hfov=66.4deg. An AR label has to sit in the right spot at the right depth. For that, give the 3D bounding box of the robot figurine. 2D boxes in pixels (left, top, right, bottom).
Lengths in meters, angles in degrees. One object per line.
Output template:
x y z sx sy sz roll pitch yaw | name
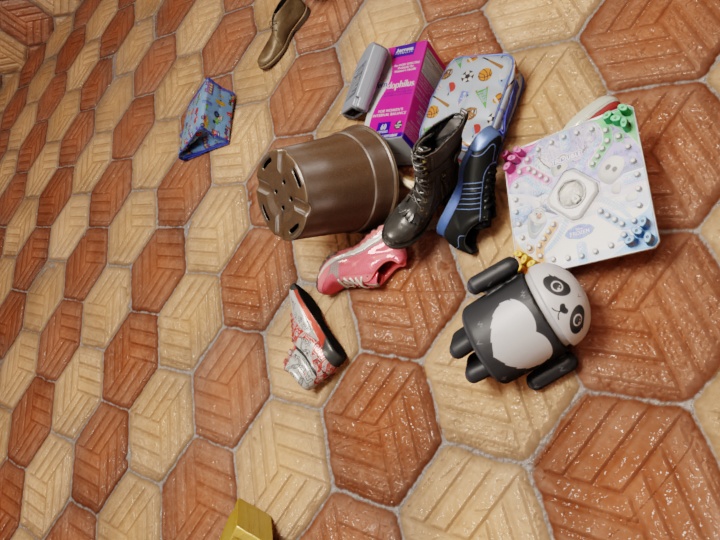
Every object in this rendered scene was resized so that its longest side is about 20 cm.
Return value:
0.220 0.077 0.766 0.198 0.150 0.127 -34 41 20 | robot figurine

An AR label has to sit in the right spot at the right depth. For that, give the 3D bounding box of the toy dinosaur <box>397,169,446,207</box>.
0.113 -0.145 0.983 0.195 0.061 0.109 18 77 17 | toy dinosaur

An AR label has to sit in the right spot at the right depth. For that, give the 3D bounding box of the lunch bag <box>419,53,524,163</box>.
0.199 -0.278 0.970 0.157 0.075 0.205 14 78 37 | lunch bag

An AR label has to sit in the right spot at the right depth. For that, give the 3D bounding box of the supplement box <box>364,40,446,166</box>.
0.087 -0.314 1.049 0.099 0.103 0.205 4 72 38 | supplement box

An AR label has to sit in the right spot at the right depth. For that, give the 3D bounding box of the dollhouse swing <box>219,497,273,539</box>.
-0.169 0.534 0.917 0.182 0.172 0.205 166 127 -79 | dollhouse swing

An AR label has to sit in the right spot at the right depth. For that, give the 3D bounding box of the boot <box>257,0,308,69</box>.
-0.216 -0.618 1.420 0.073 0.075 0.202 40 97 38 | boot

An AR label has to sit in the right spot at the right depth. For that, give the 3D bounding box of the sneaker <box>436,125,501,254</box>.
0.190 -0.122 0.876 0.078 0.069 0.204 39 130 29 | sneaker

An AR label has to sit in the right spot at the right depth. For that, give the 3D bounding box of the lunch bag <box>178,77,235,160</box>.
-0.437 -0.395 1.487 0.197 0.093 0.155 -15 64 41 | lunch bag

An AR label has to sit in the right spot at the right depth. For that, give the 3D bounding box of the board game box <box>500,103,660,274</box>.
0.299 -0.109 0.781 0.197 0.026 0.206 -16 70 40 | board game box

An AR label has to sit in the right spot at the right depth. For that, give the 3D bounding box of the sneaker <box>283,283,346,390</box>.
-0.113 0.124 1.030 0.108 0.067 0.203 -43 54 10 | sneaker

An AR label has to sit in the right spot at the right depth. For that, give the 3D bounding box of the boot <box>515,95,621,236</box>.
0.342 -0.144 0.811 0.201 0.072 0.145 -52 50 17 | boot

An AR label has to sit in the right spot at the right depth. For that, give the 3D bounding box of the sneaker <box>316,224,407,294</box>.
0.000 0.000 0.996 0.198 0.073 0.088 -34 56 20 | sneaker

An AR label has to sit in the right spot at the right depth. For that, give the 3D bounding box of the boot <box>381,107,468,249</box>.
0.094 -0.141 0.859 0.069 0.175 0.201 39 82 21 | boot

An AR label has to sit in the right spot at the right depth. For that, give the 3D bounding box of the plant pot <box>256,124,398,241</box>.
-0.068 -0.147 0.977 0.198 0.195 0.206 20 118 43 | plant pot

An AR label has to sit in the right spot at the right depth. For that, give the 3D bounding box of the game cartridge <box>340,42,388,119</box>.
0.007 -0.377 1.098 0.200 0.041 0.136 -131 64 -76 | game cartridge
